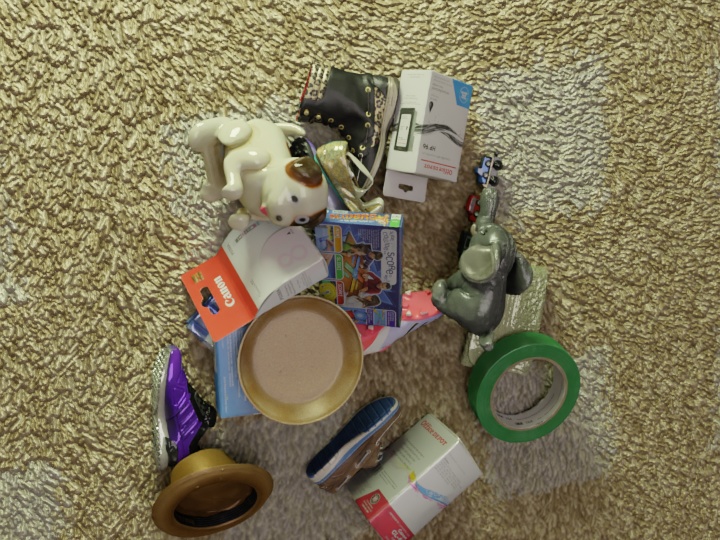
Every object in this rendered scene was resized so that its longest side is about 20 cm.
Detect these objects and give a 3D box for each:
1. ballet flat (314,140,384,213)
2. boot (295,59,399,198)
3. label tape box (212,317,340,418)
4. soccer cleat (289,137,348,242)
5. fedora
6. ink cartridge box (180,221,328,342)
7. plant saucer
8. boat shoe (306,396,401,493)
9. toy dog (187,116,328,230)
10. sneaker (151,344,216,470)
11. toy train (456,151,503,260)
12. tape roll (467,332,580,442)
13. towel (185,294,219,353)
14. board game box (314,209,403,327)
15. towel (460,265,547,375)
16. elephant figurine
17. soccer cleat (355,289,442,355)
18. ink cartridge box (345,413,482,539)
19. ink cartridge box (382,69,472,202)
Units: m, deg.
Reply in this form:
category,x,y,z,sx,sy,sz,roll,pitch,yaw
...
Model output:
category,x,y,z,sx,sy,sz,roll,pitch,yaw
ballet flat,-0.001,-0.112,1.206,0.070,0.071,0.201,-33,111,-9
boot,-0.030,-0.227,1.232,0.149,0.073,0.202,14,102,-13
label tape box,-0.134,0.147,1.236,0.198,0.066,0.145,-5,99,-19
soccer cleat,-0.057,-0.121,1.251,0.073,0.068,0.202,-26,100,-38
fedora,-0.239,0.343,1.231,0.198,0.082,0.202,-16,138,-15
ink cartridge box,-0.169,-0.005,1.179,0.198,0.163,0.057,-27,140,-13
plant saucer,-0.094,0.136,1.194,0.198,0.035,0.203,-2,97,-18
boat shoe,0.000,0.300,1.325,0.200,0.072,0.072,-41,112,3
toy dog,-0.131,-0.133,1.143,0.193,0.200,0.141,-25,137,-33
sneaker,-0.279,0.214,1.230,0.098,0.069,0.203,-1,102,-23
toy train,0.204,-0.110,1.341,0.045,0.034,0.203,13,95,-5
tape roll,0.292,0.210,1.380,0.198,0.048,0.203,-6,114,-13
towel,-0.169,0.104,1.265,0.147,0.024,0.200,-46,107,-7
board game box,0.000,0.000,1.215,0.134,0.035,0.202,5,128,7
towel,0.261,0.084,1.383,0.147,0.036,0.203,8,96,-19
elephant figurine,0.209,-0.007,1.259,0.154,0.141,0.201,34,111,7
soccer cleat,0.058,0.093,1.318,0.198,0.067,0.077,-21,139,-20
ink cartridge box,0.088,0.355,1.313,0.199,0.148,0.086,-37,107,-7
ink cartridge box,0.109,-0.212,1.255,0.115,0.067,0.203,3,98,-46
